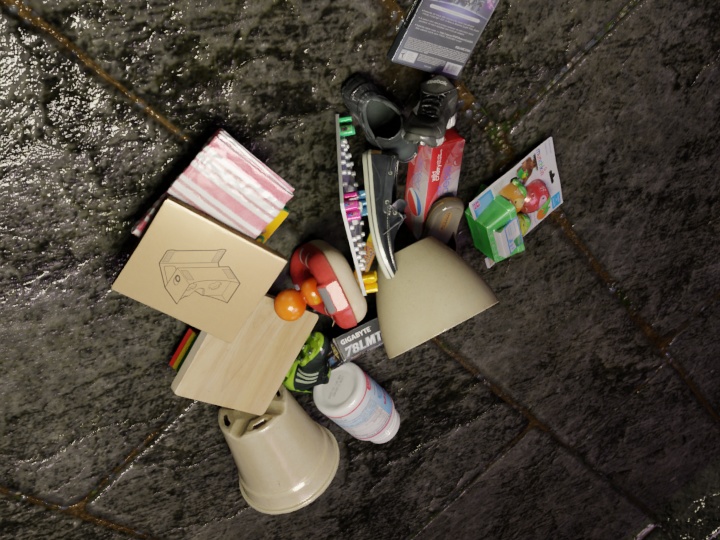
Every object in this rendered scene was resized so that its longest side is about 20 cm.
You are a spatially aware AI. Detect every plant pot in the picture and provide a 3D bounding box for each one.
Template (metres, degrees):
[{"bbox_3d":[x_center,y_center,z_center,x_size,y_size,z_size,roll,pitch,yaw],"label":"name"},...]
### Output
[{"bbox_3d":[-0.159,0.298,1.846,0.199,0.201,0.185,-31,130,-8],"label":"plant pot"}]

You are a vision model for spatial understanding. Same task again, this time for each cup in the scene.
[{"bbox_3d":[0.102,0.032,1.648,0.199,0.144,0.200,-27,175,-3],"label":"cup"}]

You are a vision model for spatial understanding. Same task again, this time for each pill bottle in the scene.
[{"bbox_3d":[-0.001,0.258,1.975,0.109,0.109,0.200,-40,141,3],"label":"pill bottle"}]

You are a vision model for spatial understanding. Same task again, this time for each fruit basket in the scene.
[{"bbox_3d":[0.287,-0.115,1.850,0.199,0.094,0.186,-35,141,-10],"label":"fruit basket"}]

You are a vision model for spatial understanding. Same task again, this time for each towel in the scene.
[{"bbox_3d":[-0.208,-0.086,1.465,0.146,0.030,0.200,38,105,-25],"label":"towel"}]

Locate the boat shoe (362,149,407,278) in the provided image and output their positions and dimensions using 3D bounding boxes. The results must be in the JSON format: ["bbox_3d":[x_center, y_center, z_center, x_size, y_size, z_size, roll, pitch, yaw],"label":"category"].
[{"bbox_3d":[0.042,-0.089,1.582,0.061,0.203,0.075,-6,171,4],"label":"boat shoe"}]

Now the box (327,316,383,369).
[{"bbox_3d":[0.032,0.108,1.823,0.198,0.050,0.199,-27,174,-12],"label":"box"}]

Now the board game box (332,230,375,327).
[{"bbox_3d":[0.000,0.000,1.745,0.030,0.096,0.201,24,121,-2],"label":"board game box"}]

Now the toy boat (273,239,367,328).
[{"bbox_3d":[-0.078,0.035,1.636,0.130,0.200,0.132,-28,104,-8],"label":"toy boat"}]

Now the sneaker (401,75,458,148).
[{"bbox_3d":[0.107,-0.245,1.552,0.200,0.066,0.092,-53,153,-64],"label":"sneaker"}]

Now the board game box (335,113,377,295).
[{"bbox_3d":[-0.005,-0.100,1.559,0.026,0.202,0.201,-8,139,5],"label":"board game box"}]

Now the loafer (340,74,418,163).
[{"bbox_3d":[0.037,-0.218,1.573,0.068,0.071,0.200,-42,141,4],"label":"loafer"}]

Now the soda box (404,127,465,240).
[{"bbox_3d":[0.118,-0.147,1.705,0.063,0.070,0.201,-17,136,-21],"label":"soda box"}]

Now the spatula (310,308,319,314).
[{"bbox_3d":[-0.120,0.112,1.810,0.200,0.021,0.056,-46,153,6],"label":"spatula"}]

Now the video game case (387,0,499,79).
[{"bbox_3d":[0.138,-0.387,1.530,0.142,0.019,0.201,5,123,-41],"label":"video game case"}]

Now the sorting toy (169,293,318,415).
[{"bbox_3d":[-0.199,0.120,1.701,0.198,0.069,0.201,23,100,-46],"label":"sorting toy"}]

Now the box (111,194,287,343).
[{"bbox_3d":[-0.230,0.003,1.478,0.199,0.021,0.164,27,111,-24],"label":"box"}]

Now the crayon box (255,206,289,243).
[{"bbox_3d":[-0.216,-0.051,1.548,0.200,0.058,0.118,-49,138,12],"label":"crayon box"}]

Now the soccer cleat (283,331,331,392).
[{"bbox_3d":[-0.081,0.161,1.802,0.080,0.068,0.200,18,150,-14],"label":"soccer cleat"}]

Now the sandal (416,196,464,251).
[{"bbox_3d":[0.136,-0.038,1.729,0.081,0.055,0.201,-11,141,-28],"label":"sandal"}]
